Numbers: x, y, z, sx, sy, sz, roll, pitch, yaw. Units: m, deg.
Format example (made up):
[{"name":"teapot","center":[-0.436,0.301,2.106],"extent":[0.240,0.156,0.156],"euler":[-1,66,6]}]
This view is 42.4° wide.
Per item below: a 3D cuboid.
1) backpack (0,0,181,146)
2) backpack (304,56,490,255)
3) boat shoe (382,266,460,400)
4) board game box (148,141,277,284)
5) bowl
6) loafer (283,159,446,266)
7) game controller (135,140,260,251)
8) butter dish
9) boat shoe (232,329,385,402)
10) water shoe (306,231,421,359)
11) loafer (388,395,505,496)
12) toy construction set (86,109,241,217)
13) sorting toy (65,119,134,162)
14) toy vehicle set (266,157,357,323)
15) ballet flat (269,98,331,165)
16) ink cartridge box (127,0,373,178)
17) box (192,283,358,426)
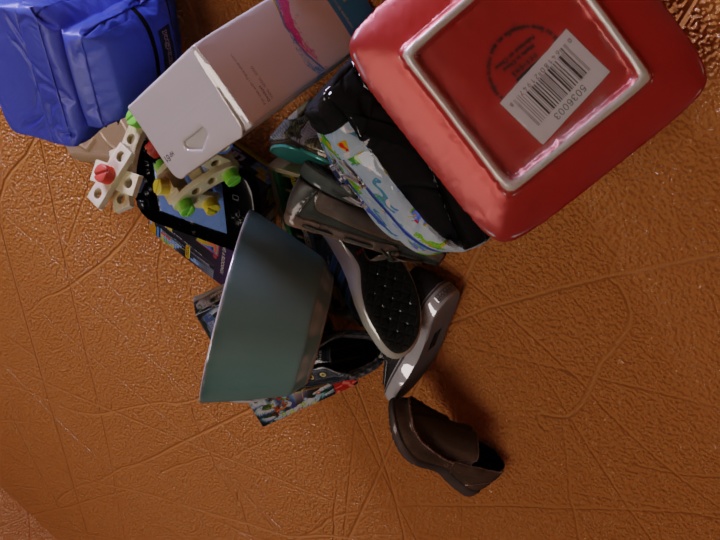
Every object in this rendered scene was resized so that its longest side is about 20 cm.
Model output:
[{"name":"backpack","center":[-0.269,-0.236,0.976],"extent":[0.166,0.200,0.164],"euler":[17,130,20]},{"name":"backpack","center":[0.053,-0.108,0.829],"extent":[0.200,0.164,0.153],"euler":[44,152,-9]},{"name":"boat shoe","center":[0.052,0.072,1.058],"extent":[0.066,0.070,0.201],"euler":[40,143,20]},{"name":"board game box","center":[-0.186,-0.083,1.154],"extent":[0.164,0.057,0.201],"euler":[36,142,15]},{"name":"bowl","center":[-0.090,0.048,0.952],"extent":[0.103,0.203,0.202],"euler":[14,141,-5]},{"name":"loafer","center":[0.006,-0.042,0.920],"extent":[0.199,0.063,0.072],"euler":[27,-170,-38]},{"name":"game controller","center":[-0.192,-0.087,1.076],"extent":[0.198,0.042,0.105],"euler":[18,134,30]},{"name":"butter dish","center":[0.123,-0.159,0.719],"extent":[0.199,0.148,0.200],"euler":[-39,95,12]},{"name":"boat shoe","center":[-0.070,0.101,1.048],"extent":[0.091,0.197,0.072],"euler":[153,105,-73]},{"name":"water shoe","center":[0.000,0.000,0.992],"extent":[0.202,0.071,0.079],"euler":[65,154,1]},{"name":"loafer","center":[0.104,0.197,1.095],"extent":[0.070,0.074,0.200],"euler":[-29,135,25]},{"name":"toy construction set","center":[-0.195,-0.113,0.941],"extent":[0.131,0.200,0.093],"euler":[-39,79,18]},{"name":"sorting toy","center":[-0.355,-0.224,1.212],"extent":[0.183,0.037,0.202],"euler":[10,135,39]},{"name":"toy vehicle set","center":[-0.035,-0.030,1.078],"extent":[0.123,0.027,0.202],"euler":[17,134,34]},{"name":"ballet flat","center":[-0.042,-0.140,0.943],"extent":[0.073,0.072,0.200],"euler":[58,169,-16]},{"name":"ink cartridge box","center":[-0.095,-0.184,0.849],"extent":[0.085,0.200,0.144],"euler":[53,143,-12]},{"name":"box","center":[-0.098,0.087,1.122],"extent":[0.040,0.135,0.201],"euler":[-114,0,-53]}]
